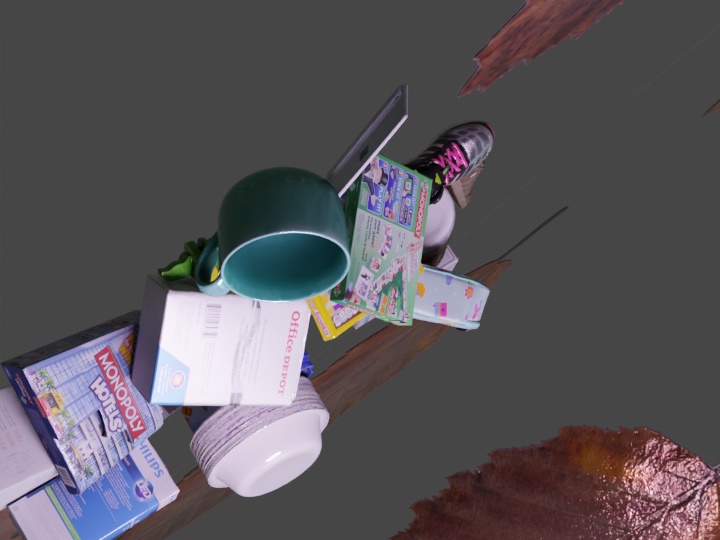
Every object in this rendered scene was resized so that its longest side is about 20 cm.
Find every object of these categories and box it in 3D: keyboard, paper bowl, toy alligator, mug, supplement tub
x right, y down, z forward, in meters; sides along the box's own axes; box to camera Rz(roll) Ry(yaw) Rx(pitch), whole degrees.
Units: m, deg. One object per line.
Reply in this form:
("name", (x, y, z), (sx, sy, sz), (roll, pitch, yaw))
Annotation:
("keyboard", (0.006, -0.151, 1.540), (0.011, 0.057, 0.200), (15, 141, -26))
("paper bowl", (-0.135, 0.247, 1.777), (0.199, 0.105, 0.201), (-27, 157, -13))
("toy alligator", (-0.159, -0.013, 1.555), (0.198, 0.059, 0.055), (1, 109, -33))
("mug", (-0.108, -0.048, 1.452), (0.182, 0.116, 0.153), (-4, 148, -6))
("supplement tub", (0.077, -0.060, 1.890), (0.122, 0.123, 0.200), (-32, 168, -10))

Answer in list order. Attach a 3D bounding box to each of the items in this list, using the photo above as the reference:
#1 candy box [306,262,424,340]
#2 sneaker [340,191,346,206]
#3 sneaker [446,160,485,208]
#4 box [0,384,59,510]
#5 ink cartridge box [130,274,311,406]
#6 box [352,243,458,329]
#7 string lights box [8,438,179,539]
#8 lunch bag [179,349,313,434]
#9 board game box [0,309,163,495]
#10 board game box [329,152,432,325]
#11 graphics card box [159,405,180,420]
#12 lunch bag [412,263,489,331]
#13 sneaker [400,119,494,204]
("candy box", (0.000, 0.000, 1.621), (0.026, 0.103, 0.199), (-17, -166, 47))
("sneaker", (0.002, -0.094, 1.704), (0.087, 0.075, 0.200), (-47, 173, -4))
("sneaker", (0.161, -0.151, 1.887), (0.075, 0.071, 0.200), (-35, 168, 1))
("box", (-0.459, 0.230, 1.593), (0.199, 0.125, 0.098), (-22, 164, -42))
("ink cartridge box", (-0.176, 0.089, 1.568), (0.198, 0.084, 0.147), (4, 103, -30))
("box", (0.047, -0.006, 2.033), (0.199, 0.117, 0.060), (-32, 168, -14))
("string lights box", (-0.350, 0.306, 1.633), (0.199, 0.103, 0.059), (-30, 168, -24))
("lunch bag", (-0.181, 0.133, 1.837), (0.200, 0.171, 0.124), (-40, 162, 17))
("board game box", (-0.323, 0.149, 1.577), (0.061, 0.202, 0.199), (6, -145, 46))
("board game box", (0.029, -0.042, 1.608), (0.029, 0.203, 0.134), (-3, 162, 43))
("graphics card box", (-0.233, 0.098, 1.672), (0.199, 0.126, 0.051), (-37, -166, 8))
("lunch bag", (0.078, 0.031, 1.794), (0.198, 0.078, 0.160), (15, 177, -26))
("sneaker", (0.106, -0.138, 1.728), (0.199, 0.074, 0.088), (-30, -159, 0))
